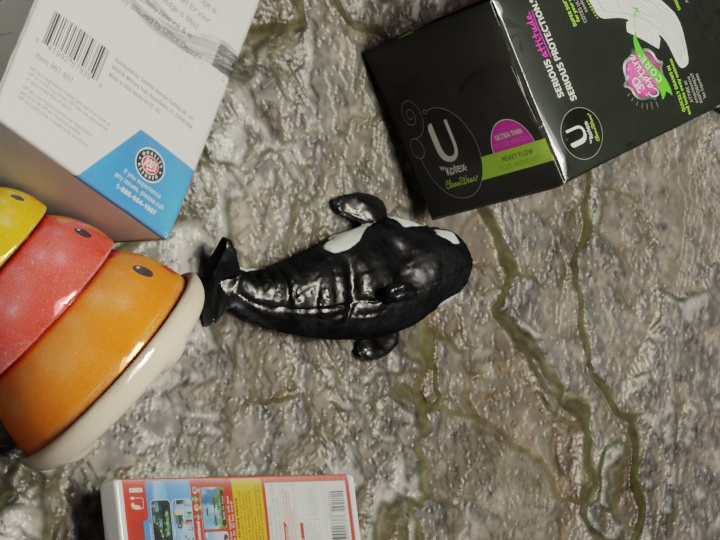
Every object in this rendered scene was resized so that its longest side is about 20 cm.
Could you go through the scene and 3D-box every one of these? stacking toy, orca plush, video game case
[{"bbox_3d":[-0.200,0.002,1.580,0.200,0.146,0.146,43,64,-12],"label":"stacking toy"},{"bbox_3d":[0.000,0.000,1.747,0.200,0.071,0.105,11,83,-36],"label":"orca plush"},{"bbox_3d":[-0.071,0.196,1.692,0.200,0.017,0.143,3,77,-46],"label":"video game case"}]

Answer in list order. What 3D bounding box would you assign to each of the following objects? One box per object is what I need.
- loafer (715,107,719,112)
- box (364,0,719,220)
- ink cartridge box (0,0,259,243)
[{"bbox_3d":[0.326,-0.116,1.997,0.200,0.072,0.063,27,70,-31],"label":"loafer"},{"bbox_3d":[0.134,-0.131,1.794,0.200,0.148,0.124,-25,95,-35],"label":"box"},{"bbox_3d":[-0.150,-0.136,1.612,0.145,0.084,0.200,36,63,-37],"label":"ink cartridge box"}]
